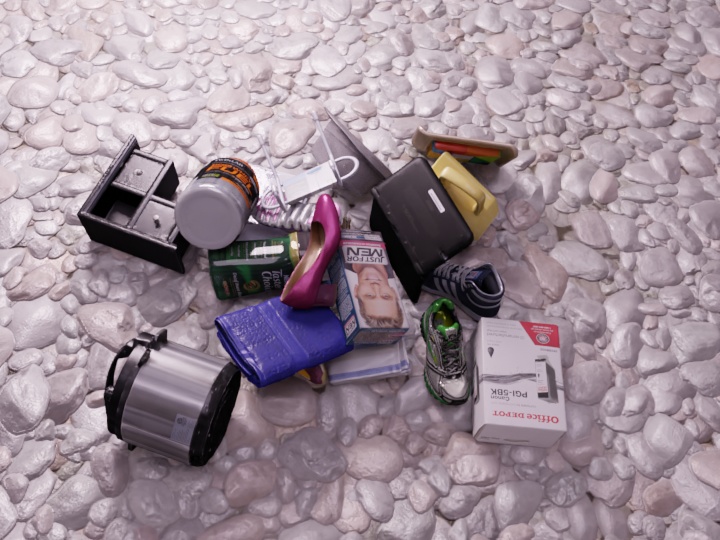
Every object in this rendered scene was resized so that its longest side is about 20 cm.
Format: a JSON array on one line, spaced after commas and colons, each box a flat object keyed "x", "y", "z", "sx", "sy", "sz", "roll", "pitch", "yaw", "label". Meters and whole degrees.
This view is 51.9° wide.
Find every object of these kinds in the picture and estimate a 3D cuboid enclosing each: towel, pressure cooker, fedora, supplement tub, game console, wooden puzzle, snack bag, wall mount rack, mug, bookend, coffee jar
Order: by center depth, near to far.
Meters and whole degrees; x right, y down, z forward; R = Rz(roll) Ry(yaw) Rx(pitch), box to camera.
[{"x": -0.306, "y": 0.198, "z": 1.168, "sx": 0.199, "sy": 0.179, "sz": 0.176, "roll": 18, "pitch": 63, "yaw": 3, "label": "pressure cooker"}, {"x": -0.125, "y": 0.111, "z": 1.222, "sx": 0.200, "sy": 0.050, "sz": 0.148, "roll": -18, "pitch": 56, "yaw": -37, "label": "towel"}, {"x": 0.004, "y": 0.100, "z": 1.320, "sx": 0.146, "sy": 0.024, "sz": 0.201, "roll": -11, "pitch": 67, "yaw": 5, "label": "towel"}, {"x": -0.251, "y": -0.128, "z": 1.330, "sx": 0.122, "sy": 0.123, "sz": 0.200, "roll": 9, "pitch": 26, "yaw": -1, "label": "supplement tub"}, {"x": -0.168, "y": -0.009, "z": 1.331, "sx": 0.199, "sy": 0.104, "sz": 0.085, "roll": -8, "pitch": 46, "yaw": -2, "label": "coffee jar"}, {"x": 0.106, "y": -0.074, "z": 1.361, "sx": 0.176, "sy": 0.116, "sz": 0.200, "roll": -35, "pitch": 65, "yaw": 13, "label": "game console"}, {"x": -0.111, "y": -0.201, "z": 1.374, "sx": 0.199, "sy": 0.075, "sz": 0.174, "roll": -23, "pitch": 46, "yaw": 4, "label": "wall mount rack"}, {"x": -0.383, "y": -0.126, "z": 1.387, "sx": 0.199, "sy": 0.092, "sz": 0.199, "roll": 21, "pitch": 63, "yaw": 8, "label": "bookend"}, {"x": 0.178, "y": -0.121, "z": 1.417, "sx": 0.153, "sy": 0.150, "sz": 0.187, "roll": 37, "pitch": 21, "yaw": 5, "label": "mug"}, {"x": -0.210, "y": -0.122, "z": 1.453, "sx": 0.188, "sy": 0.021, "sz": 0.200, "roll": 16, "pitch": 60, "yaw": 3, "label": "snack bag"}, {"x": -0.030, "y": -0.221, "z": 1.469, "sx": 0.200, "sy": 0.177, "sz": 0.090, "roll": 45, "pitch": 94, "yaw": 6, "label": "fedora"}, {"x": 0.203, "y": -0.242, "z": 1.488, "sx": 0.199, "sy": 0.185, "sz": 0.037, "roll": 13, "pitch": 91, "yaw": -1, "label": "wooden puzzle"}]

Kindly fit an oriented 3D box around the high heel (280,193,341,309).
[{"x": -0.086, "y": -0.036, "z": 1.245, "sx": 0.096, "sy": 0.067, "sz": 0.201, "roll": 4, "pitch": 78, "yaw": -31, "label": "high heel"}]

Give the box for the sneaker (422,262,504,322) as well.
[{"x": 0.177, "y": 0.010, "z": 1.367, "sx": 0.200, "sy": 0.109, "sz": 0.070, "roll": 33, "pitch": 61, "yaw": 13, "label": "sneaker"}]

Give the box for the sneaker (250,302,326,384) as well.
[{"x": -0.149, "y": 0.145, "z": 1.278, "sx": 0.200, "sy": 0.075, "sz": 0.090, "roll": 36, "pitch": 60, "yaw": 24, "label": "sneaker"}]

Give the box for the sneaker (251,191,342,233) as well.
[{"x": -0.117, "y": -0.089, "z": 1.396, "sx": 0.200, "sy": 0.089, "sz": 0.081, "roll": 14, "pitch": 61, "yaw": 26, "label": "sneaker"}]

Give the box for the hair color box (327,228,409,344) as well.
[{"x": 0.007, "y": 0.027, "z": 1.274, "sx": 0.100, "sy": 0.061, "sz": 0.201, "roll": 2, "pitch": 56, "yaw": -29, "label": "hair color box"}]

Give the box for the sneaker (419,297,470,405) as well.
[{"x": 0.148, "y": 0.141, "z": 1.302, "sx": 0.078, "sy": 0.085, "sz": 0.201, "roll": -6, "pitch": 62, "yaw": -10, "label": "sneaker"}]

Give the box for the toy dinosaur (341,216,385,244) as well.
[{"x": 0.000, "y": 0.000, "z": 1.396, "sx": 0.101, "sy": 0.058, "sz": 0.201, "roll": -3, "pitch": 75, "yaw": 5, "label": "toy dinosaur"}]

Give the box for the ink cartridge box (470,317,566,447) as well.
[{"x": 0.272, "y": 0.193, "z": 1.286, "sx": 0.146, "sy": 0.083, "sz": 0.201, "roll": 5, "pitch": 59, "yaw": -4, "label": "ink cartridge box"}]
